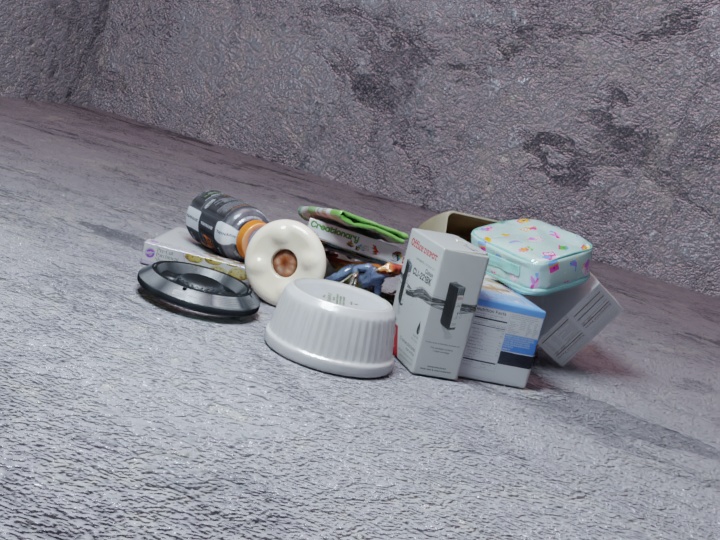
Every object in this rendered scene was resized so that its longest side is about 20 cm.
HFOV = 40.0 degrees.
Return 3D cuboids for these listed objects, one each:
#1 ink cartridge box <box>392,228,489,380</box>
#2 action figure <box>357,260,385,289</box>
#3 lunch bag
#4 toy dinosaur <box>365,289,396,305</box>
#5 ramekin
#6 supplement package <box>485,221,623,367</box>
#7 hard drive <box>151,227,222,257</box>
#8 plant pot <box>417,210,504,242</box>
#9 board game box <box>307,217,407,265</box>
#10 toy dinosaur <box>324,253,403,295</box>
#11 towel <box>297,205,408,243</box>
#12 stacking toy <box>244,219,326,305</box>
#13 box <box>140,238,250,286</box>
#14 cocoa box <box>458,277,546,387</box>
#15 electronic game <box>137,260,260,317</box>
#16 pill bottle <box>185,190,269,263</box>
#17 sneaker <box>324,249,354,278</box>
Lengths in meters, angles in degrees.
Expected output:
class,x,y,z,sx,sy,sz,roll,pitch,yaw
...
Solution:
class,x,y,z,sx,sy,sz,roll,pitch,yaw
ink cartridge box,0.116,0.048,1.550,0.083,0.203,0.144,11,11,-20
action figure,-0.015,-0.034,2.053,0.101,0.120,0.200,-15,36,-33
lunch bag,0.289,-0.025,1.719,0.159,0.078,0.199,-17,27,-30
toy dinosaur,0.079,0.058,1.888,0.197,0.048,0.088,14,17,12
ramekin,-0.037,0.079,1.468,0.199,0.096,0.202,15,11,-3
supplement package,0.352,0.042,1.819,0.111,0.156,0.201,38,12,-43
hard drive,-0.320,-0.045,1.904,0.130,0.027,0.200,15,11,1
plant pot,0.206,-0.012,2.061,0.197,0.203,0.177,9,1,-26
board game box,-0.004,-0.043,1.818,0.197,0.035,0.126,19,-6,-1
toy dinosaur,0.000,0.000,1.748,0.105,0.180,0.202,31,41,-43
towel,-0.018,-0.080,1.788,0.147,0.031,0.199,17,-1,-25
stacking toy,-0.109,-0.015,1.749,0.144,0.148,0.200,17,6,12
box,-0.285,-0.011,1.739,0.197,0.042,0.039,15,10,-4
cocoa box,0.197,0.090,1.638,0.131,0.133,0.200,11,11,-17
electronic game,-0.254,0.030,1.560,0.197,0.042,0.200,16,11,-3
pill bottle,-0.233,-0.076,1.811,0.105,0.108,0.199,7,12,-38
sneaker,-0.077,-0.007,1.909,0.073,0.081,0.199,22,14,25
